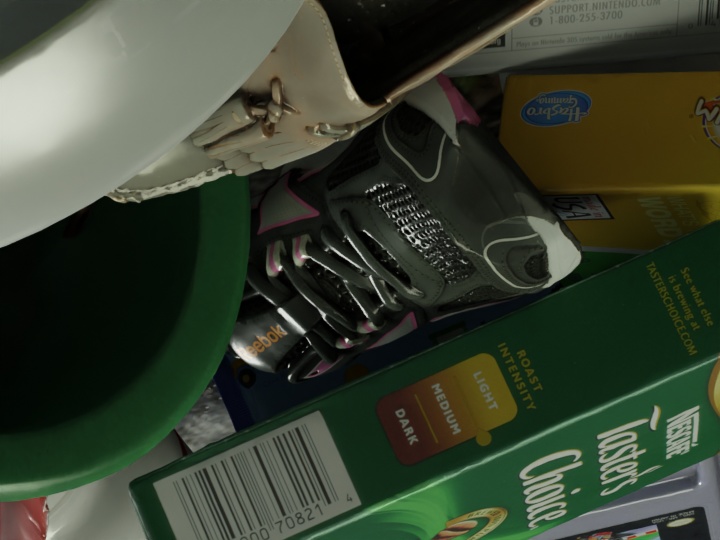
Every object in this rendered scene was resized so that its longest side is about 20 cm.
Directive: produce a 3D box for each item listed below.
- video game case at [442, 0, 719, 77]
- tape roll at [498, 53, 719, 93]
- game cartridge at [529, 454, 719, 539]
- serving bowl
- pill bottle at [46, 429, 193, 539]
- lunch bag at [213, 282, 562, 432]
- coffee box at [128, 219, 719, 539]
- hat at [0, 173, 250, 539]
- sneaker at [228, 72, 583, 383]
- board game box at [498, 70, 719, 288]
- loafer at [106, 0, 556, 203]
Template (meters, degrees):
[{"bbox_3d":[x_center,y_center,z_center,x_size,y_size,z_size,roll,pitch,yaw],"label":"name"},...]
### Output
[{"bbox_3d":[0.075,-0.130,0.865,0.200,0.023,0.182,-5,140,-2],"label":"video game case"},{"bbox_3d":[0.151,-0.075,1.043,0.202,0.071,0.203,-16,153,-9],"label":"tape roll"},{"bbox_3d":[0.060,0.081,1.056,0.200,0.038,0.130,-14,153,5],"label":"game cartridge"},{"bbox_3d":[-0.087,-0.062,0.766,0.200,0.200,0.066,-26,118,10],"label":"serving bowl"},{"bbox_3d":[-0.099,0.110,1.099,0.112,0.112,0.200,-25,135,9],"label":"pill bottle"},{"bbox_3d":[0.037,0.071,1.227,0.150,0.094,0.200,-23,162,0],"label":"lunch bag"},{"bbox_3d":[0.033,0.058,0.929,0.200,0.044,0.123,-24,161,-4],"label":"coffee box"},{"bbox_3d":[-0.139,0.010,0.937,0.165,0.200,0.176,12,164,-19],"label":"hat"},{"bbox_3d":[0.000,0.000,0.918,0.086,0.080,0.200,-43,-176,-15],"label":"sneaker"},{"bbox_3d":[0.159,-0.016,0.947,0.200,0.040,0.153,-1,158,21],"label":"board game box"},{"bbox_3d":[0.002,-0.076,0.826,0.200,0.063,0.072,-33,134,11],"label":"loafer"}]
